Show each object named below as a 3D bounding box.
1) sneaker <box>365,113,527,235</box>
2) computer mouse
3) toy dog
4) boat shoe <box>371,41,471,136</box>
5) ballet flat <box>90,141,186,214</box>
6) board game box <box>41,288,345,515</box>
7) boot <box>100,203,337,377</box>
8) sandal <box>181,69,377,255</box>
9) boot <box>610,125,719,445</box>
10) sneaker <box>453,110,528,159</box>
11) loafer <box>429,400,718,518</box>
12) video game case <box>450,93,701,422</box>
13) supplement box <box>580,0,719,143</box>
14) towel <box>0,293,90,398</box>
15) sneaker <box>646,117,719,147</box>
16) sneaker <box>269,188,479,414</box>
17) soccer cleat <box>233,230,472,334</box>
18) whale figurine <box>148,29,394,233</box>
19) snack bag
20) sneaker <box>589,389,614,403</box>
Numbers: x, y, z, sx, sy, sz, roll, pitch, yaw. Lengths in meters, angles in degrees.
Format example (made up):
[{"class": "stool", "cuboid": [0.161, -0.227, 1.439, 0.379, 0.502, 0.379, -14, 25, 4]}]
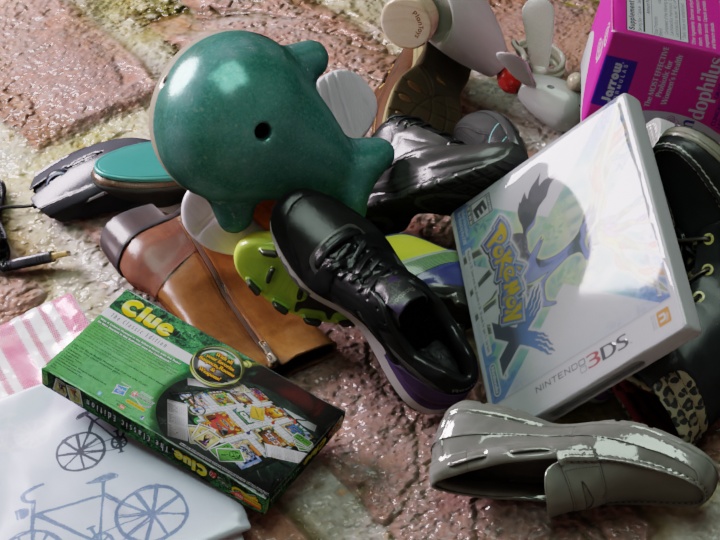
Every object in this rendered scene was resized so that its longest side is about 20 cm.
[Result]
[{"class": "sneaker", "cuboid": [0.048, -0.086, 1.505, 0.199, 0.076, 0.092, -10, 68, 41]}, {"class": "computer mouse", "cuboid": [-0.241, -0.063, 1.616, 0.198, 0.046, 0.141, -8, 38, -2]}, {"class": "toy dog", "cuboid": [0.120, -0.213, 1.644, 0.199, 0.097, 0.132, 22, 40, -14]}, {"class": "boat shoe", "cuboid": [0.046, -0.143, 1.662, 0.067, 0.072, 0.201, -37, 19, 35]}, {"class": "ballet flat", "cuboid": [-0.133, -0.082, 1.603, 0.199, 0.069, 0.068, -19, 41, -26]}, {"class": "board game box", "cuboid": [-0.121, 0.092, 1.372, 0.199, 0.024, 0.105, 28, 50, 19]}, {"class": "boot", "cuboid": [-0.082, -0.002, 1.507, 0.187, 0.069, 0.200, -19, 45, -33]}, {"class": "sandal", "cuboid": [-0.064, -0.079, 1.518, 0.079, 0.059, 0.207, 48, 62, -3]}, {"class": "boot", "cuboid": [0.232, 0.016, 1.349, 0.153, 0.204, 0.073, -35, 12, -24]}, {"class": "sneaker", "cuboid": [0.108, -0.063, 1.543, 0.079, 0.076, 0.200, -18, 40, -10]}, {"class": "loafer", "cuboid": [0.144, 0.140, 1.301, 0.198, 0.070, 0.070, 5, 51, 21]}, {"class": "video game case", "cuboid": [0.149, -0.001, 1.366, 0.182, 0.022, 0.201, -35, 50, 34]}, {"class": "supplement box", "cuboid": [0.290, -0.166, 1.580, 0.198, 0.102, 0.104, 12, 40, -1]}, {"class": "towel", "cuboid": [-0.283, 0.094, 1.445, 0.199, 0.030, 0.146, -24, 42, -20]}, {"class": "sneaker", "cuboid": [0.253, -0.068, 1.499, 0.113, 0.073, 0.200, 16, 0, -8]}, {"class": "sneaker", "cuboid": [0.017, 0.010, 1.375, 0.076, 0.088, 0.200, -42, 86, -17]}, {"class": "soccer cleat", "cuboid": [0.000, 0.001, 1.466, 0.198, 0.065, 0.084, 11, 40, -6]}, {"class": "whale figurine", "cuboid": [-0.059, -0.097, 1.425, 0.160, 0.199, 0.104, -62, 26, 1]}, {"class": "snack bag", "cuboid": [-0.200, 0.150, 1.353, 0.187, 0.021, 0.200, -21, 51, -15]}, {"class": "sneaker", "cuboid": [0.201, 0.013, 1.434, 0.099, 0.075, 0.200, 26, 49, 34]}]
